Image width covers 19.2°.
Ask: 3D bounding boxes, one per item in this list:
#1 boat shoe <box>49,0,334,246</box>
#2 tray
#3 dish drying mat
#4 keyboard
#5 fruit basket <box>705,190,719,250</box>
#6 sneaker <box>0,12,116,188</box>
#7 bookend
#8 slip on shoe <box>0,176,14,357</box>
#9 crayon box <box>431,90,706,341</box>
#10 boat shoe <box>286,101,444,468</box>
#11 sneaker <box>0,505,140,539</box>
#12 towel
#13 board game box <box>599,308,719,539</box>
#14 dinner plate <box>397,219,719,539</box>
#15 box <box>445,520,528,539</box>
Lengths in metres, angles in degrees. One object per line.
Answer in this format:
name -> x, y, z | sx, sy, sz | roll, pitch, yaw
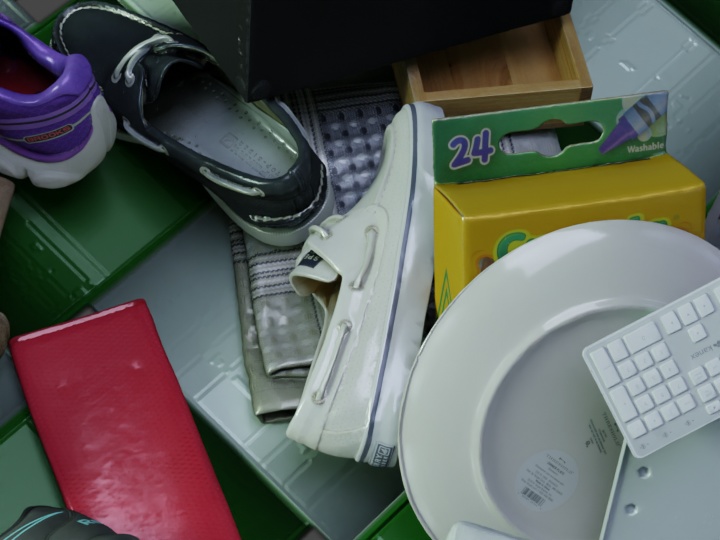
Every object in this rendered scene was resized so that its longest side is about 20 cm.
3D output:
boat shoe -> -0.093, -0.092, 1.121 | 0.200, 0.060, 0.076 | 33, 72, 22
tray -> 0.058, -0.163, 1.196 | 0.098, 0.037, 0.201 | -6, 53, -9
dish drying mat -> -0.108, 0.111, 1.053 | 0.076, 0.018, 0.201 | -17, 66, -17
keyboard -> 0.201, 0.016, 0.971 | 0.199, 0.011, 0.057 | -27, 93, -4
fruit basket -> 0.254, 0.013, 1.062 | 0.184, 0.200, 0.094 | 13, 61, -3
sneaker -> -0.215, -0.116, 1.106 | 0.199, 0.084, 0.081 | 18, 53, 17
bookend -> -0.015, -0.206, 1.144 | 0.198, 0.092, 0.200 | -18, 49, -23
slip on shoe -> -0.203, 0.034, 1.052 | 0.060, 0.076, 0.201 | 6, 55, -19
crayon box -> 0.101, 0.021, 1.041 | 0.125, 0.201, 0.052 | -8, 23, -13
boat shoe -> 0.000, 0.000, 1.072 | 0.069, 0.071, 0.201 | 11, 67, -3
sneaker -> -0.184, 0.189, 0.981 | 0.079, 0.076, 0.200 | 30, 61, 34
towel -> 0.026, -0.016, 1.133 | 0.191, 0.035, 0.201 | -4, 64, -11
board game box -> 0.215, 0.125, 1.022 | 0.199, 0.201, 0.026 | 10, 18, -5
dinner plate -> 0.116, 0.073, 1.026 | 0.199, 0.201, 0.024 | -6, 23, -13
box -> 0.104, 0.224, 0.926 | 0.198, 0.200, 0.131 | 17, 63, 0
